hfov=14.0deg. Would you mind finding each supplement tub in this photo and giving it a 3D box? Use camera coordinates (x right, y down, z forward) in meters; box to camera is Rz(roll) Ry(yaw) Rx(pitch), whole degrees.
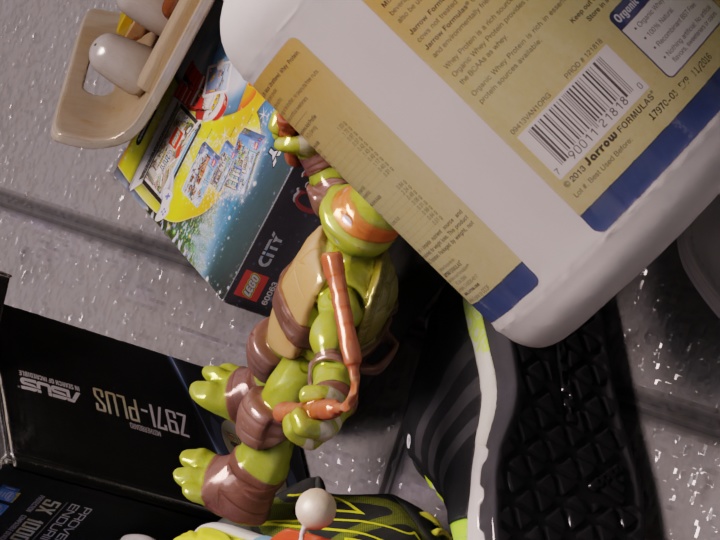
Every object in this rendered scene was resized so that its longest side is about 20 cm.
[{"bbox_3d":[0.041,-0.088,1.049,0.144,0.200,0.144,-45,1,1],"label":"supplement tub"}]

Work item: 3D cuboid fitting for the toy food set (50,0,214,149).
[{"bbox_3d":[-0.088,-0.168,1.375,0.201,0.060,0.144,-58,13,25],"label":"toy food set"}]

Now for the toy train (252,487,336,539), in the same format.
[{"bbox_3d":[0.028,0.169,1.044,0.199,0.056,0.151,17,127,41],"label":"toy train"}]

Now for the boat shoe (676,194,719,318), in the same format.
[{"bbox_3d":[0.163,0.006,1.008,0.200,0.065,0.074,31,100,54],"label":"boat shoe"}]

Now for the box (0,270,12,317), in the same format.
[{"bbox_3d":[-0.216,0.090,1.200,0.116,0.060,0.201,-1,74,53],"label":"box"}]

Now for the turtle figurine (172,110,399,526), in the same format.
[{"bbox_3d":[-0.018,0.011,1.132,0.201,0.064,0.162,-98,27,-42],"label":"turtle figurine"}]

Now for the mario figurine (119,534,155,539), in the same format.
[{"bbox_3d":[-0.122,0.182,1.213,0.123,0.200,0.107,-19,66,-1],"label":"mario figurine"}]

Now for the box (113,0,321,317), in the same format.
[{"bbox_3d":[-0.030,-0.096,1.336,0.201,0.038,0.137,-62,36,13],"label":"box"}]

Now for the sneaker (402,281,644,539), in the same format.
[{"bbox_3d":[0.057,0.072,1.125,0.083,0.071,0.201,-46,31,41],"label":"sneaker"}]

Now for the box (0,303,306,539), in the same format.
[{"bbox_3d":[-0.144,0.123,1.282,0.200,0.163,0.086,-44,43,31],"label":"box"}]

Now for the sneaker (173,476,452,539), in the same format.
[{"bbox_3d":[0.016,0.125,1.144,0.199,0.085,0.075,19,132,36],"label":"sneaker"}]

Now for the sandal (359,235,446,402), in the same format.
[{"bbox_3d":[0.000,0.000,1.202,0.200,0.045,0.075,126,157,-57],"label":"sandal"}]
